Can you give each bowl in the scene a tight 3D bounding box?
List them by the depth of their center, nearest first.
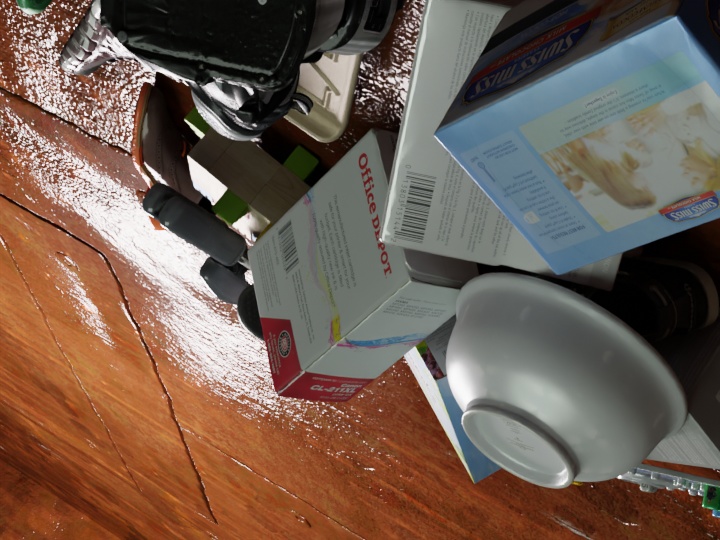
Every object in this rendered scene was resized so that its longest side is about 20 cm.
[{"bbox_3d":[0.139,0.100,1.181,0.200,0.091,0.202,28,155,14],"label":"bowl"}]

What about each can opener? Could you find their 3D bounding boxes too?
[{"bbox_3d":[-0.145,-0.015,1.487,0.053,0.067,0.200,36,-179,34],"label":"can opener"}]

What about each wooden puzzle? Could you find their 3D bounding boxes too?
[{"bbox_3d":[-0.070,-0.214,1.257,0.184,0.046,0.200,35,152,8],"label":"wooden puzzle"}]

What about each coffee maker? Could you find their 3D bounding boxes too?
[{"bbox_3d":[-0.084,-0.206,1.072,0.191,0.135,0.200,36,-160,7],"label":"coffee maker"}]

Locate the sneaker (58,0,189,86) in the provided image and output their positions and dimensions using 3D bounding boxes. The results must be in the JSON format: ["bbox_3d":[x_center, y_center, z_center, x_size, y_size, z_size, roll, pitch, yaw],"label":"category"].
[{"bbox_3d":[-0.204,-0.200,1.435,0.115,0.076,0.200,39,156,-9],"label":"sneaker"}]

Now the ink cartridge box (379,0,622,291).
[{"bbox_3d":[0.115,-0.094,1.095,0.174,0.045,0.202,12,124,1],"label":"ink cartridge box"}]

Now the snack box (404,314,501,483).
[{"bbox_3d":[0.071,0.061,1.404,0.201,0.067,0.169,60,174,40],"label":"snack box"}]

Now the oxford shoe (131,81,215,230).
[{"bbox_3d":[-0.188,-0.117,1.594,0.072,0.072,0.201,3,145,7],"label":"oxford shoe"}]

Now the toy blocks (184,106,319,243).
[{"bbox_3d":[-0.091,-0.063,1.512,0.199,0.100,0.137,38,167,6],"label":"toy blocks"}]

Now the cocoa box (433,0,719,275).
[{"bbox_3d":[0.169,-0.107,0.934,0.133,0.132,0.199,46,141,-19],"label":"cocoa box"}]

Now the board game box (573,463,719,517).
[{"bbox_3d":[0.246,0.186,1.375,0.198,0.026,0.200,11,173,17],"label":"board game box"}]

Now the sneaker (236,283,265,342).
[{"bbox_3d":[-0.048,0.052,1.573,0.200,0.068,0.108,7,176,-27],"label":"sneaker"}]

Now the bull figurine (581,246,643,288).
[{"bbox_3d":[0.136,-0.071,1.187,0.199,0.065,0.122,36,153,1],"label":"bull figurine"}]

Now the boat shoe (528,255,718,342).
[{"bbox_3d":[0.191,0.024,1.255,0.199,0.067,0.072,3,115,54],"label":"boat shoe"}]

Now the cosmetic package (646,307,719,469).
[{"bbox_3d":[0.235,0.091,1.281,0.090,0.107,0.199,48,157,-22],"label":"cosmetic package"}]

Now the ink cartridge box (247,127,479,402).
[{"bbox_3d":[0.000,0.000,1.309,0.082,0.147,0.200,10,144,-36],"label":"ink cartridge box"}]

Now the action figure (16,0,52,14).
[{"bbox_3d":[-0.185,-0.261,1.136,0.117,0.200,0.055,24,154,30],"label":"action figure"}]

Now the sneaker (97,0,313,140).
[{"bbox_3d":[-0.117,-0.188,1.227,0.200,0.076,0.113,46,151,-25],"label":"sneaker"}]
